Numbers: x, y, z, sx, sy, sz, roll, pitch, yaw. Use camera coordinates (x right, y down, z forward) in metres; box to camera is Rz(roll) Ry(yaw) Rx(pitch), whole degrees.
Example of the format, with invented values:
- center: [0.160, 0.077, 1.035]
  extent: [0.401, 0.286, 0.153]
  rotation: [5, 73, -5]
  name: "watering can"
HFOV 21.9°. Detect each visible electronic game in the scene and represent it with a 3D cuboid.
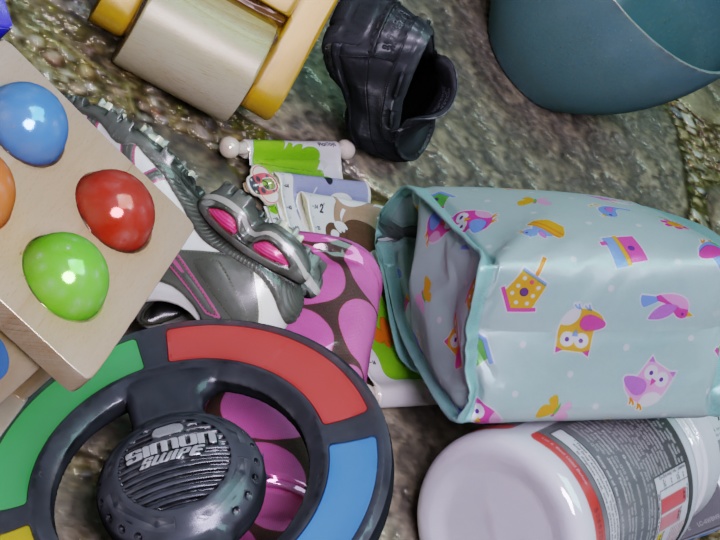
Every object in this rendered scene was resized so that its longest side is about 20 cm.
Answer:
- center: [-0.083, 0.098, 0.856]
  extent: [0.201, 0.198, 0.042]
  rotation: [-84, 167, -45]
  name: "electronic game"

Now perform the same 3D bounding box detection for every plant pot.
- center: [0.177, -0.198, 1.431]
  extent: [0.199, 0.135, 0.201]
  rotation: [29, 41, -29]
  name: "plant pot"

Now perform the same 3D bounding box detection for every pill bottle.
- center: [0.131, 0.131, 1.110]
  extent: [0.199, 0.116, 0.116]
  rotation: [-15, 71, -53]
  name: "pill bottle"

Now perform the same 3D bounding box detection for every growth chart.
- center: [0.000, 0.000, 1.159]
  extent: [0.144, 0.018, 0.201]
  rotation: [-12, 71, -53]
  name: "growth chart"

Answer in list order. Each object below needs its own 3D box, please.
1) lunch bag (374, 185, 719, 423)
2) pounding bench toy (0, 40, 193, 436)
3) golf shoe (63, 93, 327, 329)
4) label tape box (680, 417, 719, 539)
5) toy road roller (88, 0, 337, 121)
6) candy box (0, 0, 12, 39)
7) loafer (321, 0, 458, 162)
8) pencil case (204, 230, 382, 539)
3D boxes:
- center: [0.108, 0.010, 1.104]
  extent: [0.169, 0.123, 0.200]
  rotation: [-1, 18, -16]
  name: "lunch bag"
- center: [-0.185, 0.021, 0.805]
  extent: [0.124, 0.156, 0.200]
  rotation: [44, 36, -12]
  name: "pounding bench toy"
- center: [-0.113, -0.024, 0.979]
  extent: [0.199, 0.088, 0.077]
  rotation: [35, -5, 30]
  name: "golf shoe"
- center: [0.239, 0.070, 1.298]
  extent: [0.143, 0.066, 0.201]
  rotation: [-17, 80, -42]
  name: "label tape box"
- center: [-0.076, -0.198, 1.143]
  extent: [0.122, 0.201, 0.146]
  rotation: [28, -1, -13]
  name: "toy road roller"
- center: [-0.293, -0.183, 0.927]
  extent: [0.199, 0.077, 0.170]
  rotation: [4, 59, -49]
  name: "candy box"
- center: [0.027, -0.112, 1.173]
  extent: [0.070, 0.069, 0.201]
  rotation: [21, -12, 15]
  name: "loafer"
- center: [-0.043, 0.065, 0.999]
  extent: [0.093, 0.091, 0.201]
  rotation: [11, 41, 1]
  name: "pencil case"
